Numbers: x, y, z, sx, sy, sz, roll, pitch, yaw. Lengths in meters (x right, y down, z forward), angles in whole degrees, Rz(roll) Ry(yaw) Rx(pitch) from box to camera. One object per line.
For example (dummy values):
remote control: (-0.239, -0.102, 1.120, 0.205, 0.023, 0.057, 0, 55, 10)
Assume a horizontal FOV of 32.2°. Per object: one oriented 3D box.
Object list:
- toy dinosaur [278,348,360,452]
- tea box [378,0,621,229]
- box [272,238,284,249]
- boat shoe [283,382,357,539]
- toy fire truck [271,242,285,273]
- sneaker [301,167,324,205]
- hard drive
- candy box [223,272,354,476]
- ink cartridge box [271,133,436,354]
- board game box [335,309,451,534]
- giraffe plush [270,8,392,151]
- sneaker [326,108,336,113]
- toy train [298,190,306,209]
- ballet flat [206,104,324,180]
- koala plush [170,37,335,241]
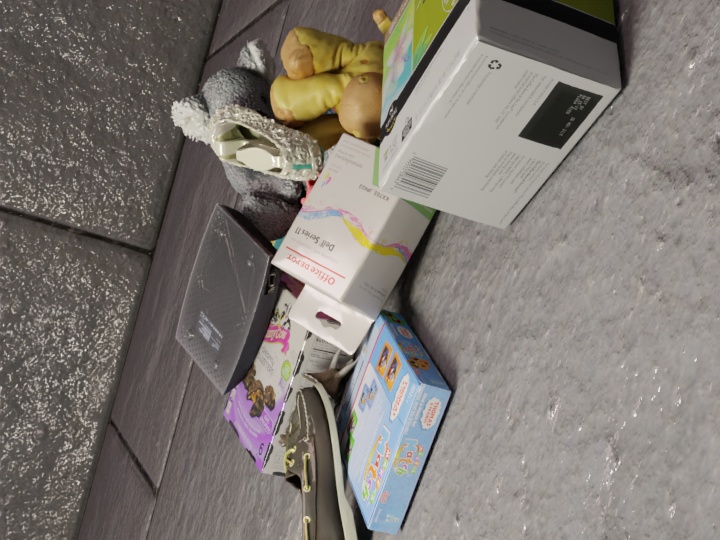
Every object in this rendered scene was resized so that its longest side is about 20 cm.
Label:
toy dinosaur: (-0.055, 0.184, 1.375, 0.103, 0.076, 0.201, 98, -178, -46)
tea box: (0.113, -0.183, 1.076, 0.200, 0.132, 0.198, 125, 155, -49)
box: (-0.108, -0.051, 1.828, 0.083, 0.049, 0.201, -93, 25, -48)
boat shoe: (-0.047, 0.210, 1.274, 0.072, 0.060, 0.203, 97, 163, -60)
toy fire truck: (-0.104, 0.014, 1.682, 0.201, 0.111, 0.168, -63, 1, 30)
sneaker: (-0.018, -0.099, 1.452, 0.074, 0.086, 0.200, -57, 4, 21)
hard drive: (-0.159, 0.035, 1.523, 0.135, 0.042, 0.201, 43, 124, 38)
candy box: (-0.086, 0.123, 1.514, 0.168, 0.071, 0.202, 40, 114, 61)
ink cartridge box: (-0.012, -0.028, 1.301, 0.117, 0.067, 0.201, 26, 86, 40)
board game box: (0.025, 0.143, 1.234, 0.200, 0.036, 0.153, -119, 47, -69)
giraffe plush: (0.014, -0.188, 1.402, 0.162, 0.198, 0.174, 45, 154, 54)
sneaker: (-0.008, -0.199, 1.633, 0.200, 0.078, 0.097, -130, 30, -63)
toy train: (-0.077, -0.099, 1.678, 0.199, 0.056, 0.042, 15, 133, 51)
ballet flat: (-0.125, -0.144, 1.420, 0.199, 0.071, 0.073, 19, 93, 43)
koala plush: (-0.132, -0.173, 1.576, 0.177, 0.200, 0.184, -42, 25, -5)
